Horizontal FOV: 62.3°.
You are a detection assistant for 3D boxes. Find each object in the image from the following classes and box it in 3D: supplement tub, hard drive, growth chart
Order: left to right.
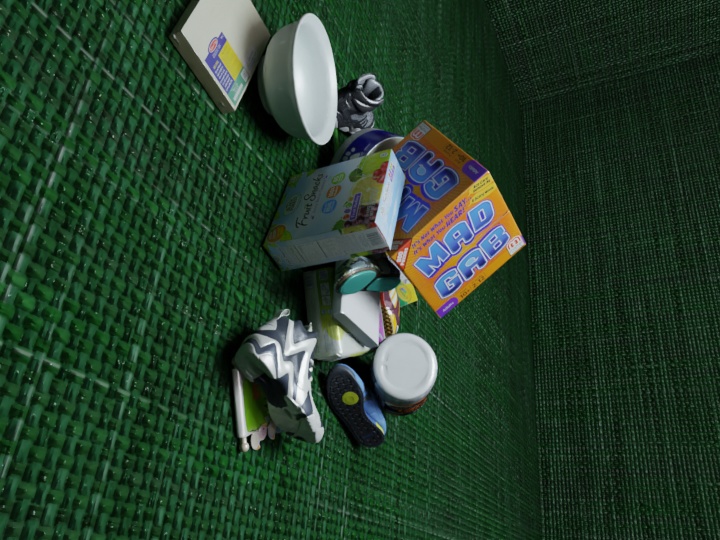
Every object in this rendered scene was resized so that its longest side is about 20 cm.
[{"bbox_3d":[-0.129,0.172,0.887,0.199,0.017,0.148,-20,101,-63],"label":"growth chart"},{"bbox_3d":[-0.003,0.014,1.039,0.132,0.026,0.203,46,39,-48],"label":"hard drive"},{"bbox_3d":[0.078,0.204,1.129,0.201,0.120,0.125,87,5,-67],"label":"supplement tub"}]

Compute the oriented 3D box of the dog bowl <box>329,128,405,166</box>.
[{"bbox_3d":[0.033,-0.165,1.149,0.198,0.078,0.204,-20,122,-35],"label":"dog bowl"}]

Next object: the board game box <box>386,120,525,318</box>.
[{"bbox_3d":[0.126,-0.088,1.036,0.200,0.199,0.200,47,4,-45],"label":"board game box"}]

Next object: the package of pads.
[{"bbox_3d":[-0.026,0.079,1.073,0.199,0.067,0.158,5,76,-63],"label":"package of pads"}]

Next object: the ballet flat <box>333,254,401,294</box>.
[{"bbox_3d":[0.000,0.000,0.964,0.199,0.073,0.076,10,73,-65],"label":"ballet flat"}]

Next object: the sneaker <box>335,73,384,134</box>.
[{"bbox_3d":[0.007,-0.332,1.204,0.199,0.113,0.077,-15,80,-63],"label":"sneaker"}]

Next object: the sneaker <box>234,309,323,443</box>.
[{"bbox_3d":[-0.090,0.144,0.864,0.201,0.078,0.130,57,44,-25],"label":"sneaker"}]

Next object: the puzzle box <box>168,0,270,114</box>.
[{"bbox_3d":[-0.202,-0.349,0.886,0.134,0.025,0.203,57,35,-42],"label":"puzzle box"}]

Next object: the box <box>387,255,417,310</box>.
[{"bbox_3d":[0.074,-0.015,1.294,0.118,0.048,0.203,-102,169,-65],"label":"box"}]

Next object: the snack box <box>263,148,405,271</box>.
[{"bbox_3d":[-0.039,-0.095,0.947,0.068,0.197,0.171,56,34,-38],"label":"snack box"}]

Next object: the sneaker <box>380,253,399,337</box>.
[{"bbox_3d":[0.039,0.042,1.228,0.090,0.073,0.204,-31,117,-71],"label":"sneaker"}]

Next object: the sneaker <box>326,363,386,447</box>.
[{"bbox_3d":[-0.009,0.230,1.078,0.079,0.065,0.202,-89,156,-55],"label":"sneaker"}]

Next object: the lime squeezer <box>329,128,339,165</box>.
[{"bbox_3d":[-0.039,-0.180,1.179,0.071,0.037,0.204,-137,-147,-80],"label":"lime squeezer"}]

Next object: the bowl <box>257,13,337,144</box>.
[{"bbox_3d":[-0.109,-0.306,0.973,0.201,0.088,0.206,1,90,-74],"label":"bowl"}]
